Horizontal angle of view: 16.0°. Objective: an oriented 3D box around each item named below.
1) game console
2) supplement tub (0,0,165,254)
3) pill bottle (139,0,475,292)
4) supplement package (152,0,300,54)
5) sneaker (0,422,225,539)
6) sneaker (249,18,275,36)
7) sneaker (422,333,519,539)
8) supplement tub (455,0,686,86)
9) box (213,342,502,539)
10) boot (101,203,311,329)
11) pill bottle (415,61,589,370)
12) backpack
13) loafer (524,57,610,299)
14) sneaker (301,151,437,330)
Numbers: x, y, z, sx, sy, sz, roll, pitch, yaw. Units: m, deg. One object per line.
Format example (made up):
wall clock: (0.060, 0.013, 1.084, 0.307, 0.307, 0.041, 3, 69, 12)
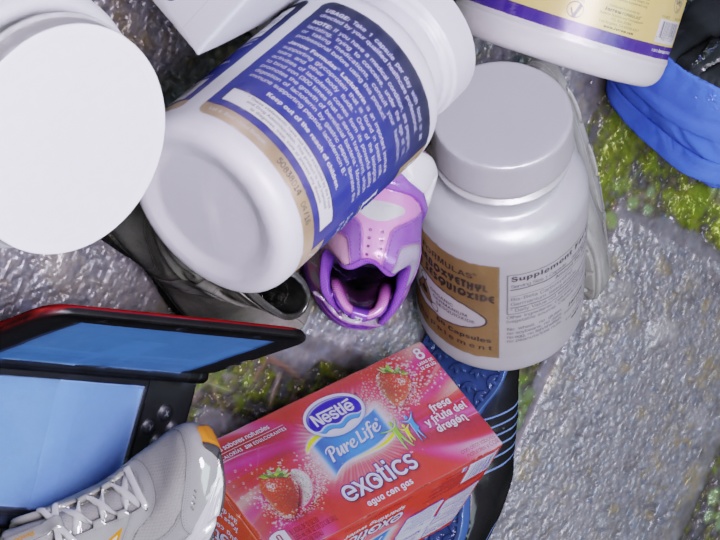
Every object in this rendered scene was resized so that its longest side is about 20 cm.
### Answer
game console: (-0.157, 0.092, 1.545, 0.199, 0.118, 0.173, 7, 102, -41)
supplement tub: (-0.208, -0.096, 1.369, 0.144, 0.200, 0.145, -16, 117, -35)
pill bottle: (-0.027, -0.087, 1.458, 0.200, 0.115, 0.116, -43, 131, -36)
supplement package: (-0.031, -0.238, 1.420, 0.200, 0.111, 0.156, -44, 176, 32)
sneaker: (-0.164, 0.163, 1.558, 0.092, 0.076, 0.200, 23, 118, -39)
sneaker: (-0.017, -0.221, 1.542, 0.075, 0.105, 0.201, -5, 110, -38)
sneaker: (0.076, 0.105, 1.788, 0.078, 0.070, 0.201, 8, 97, -65)
supplement tub: (0.154, -0.233, 1.653, 0.145, 0.145, 0.201, 9, 101, -42)
box: (-0.020, 0.140, 1.656, 0.199, 0.096, 0.100, -25, 155, -36)
boot: (-0.074, 0.008, 1.570, 0.200, 0.130, 0.068, 36, 83, -43)
pill bottle: (0.091, -0.036, 1.661, 0.114, 0.114, 0.201, -37, 149, -23)
backpack: (0.274, -0.140, 1.782, 0.199, 0.162, 0.168, -27, 140, -31)
loafer: (0.139, -0.060, 1.762, 0.070, 0.070, 0.201, -55, 145, -31)
sneaker: (0.000, 0.000, 1.601, 0.080, 0.200, 0.089, 5, 65, -4)
